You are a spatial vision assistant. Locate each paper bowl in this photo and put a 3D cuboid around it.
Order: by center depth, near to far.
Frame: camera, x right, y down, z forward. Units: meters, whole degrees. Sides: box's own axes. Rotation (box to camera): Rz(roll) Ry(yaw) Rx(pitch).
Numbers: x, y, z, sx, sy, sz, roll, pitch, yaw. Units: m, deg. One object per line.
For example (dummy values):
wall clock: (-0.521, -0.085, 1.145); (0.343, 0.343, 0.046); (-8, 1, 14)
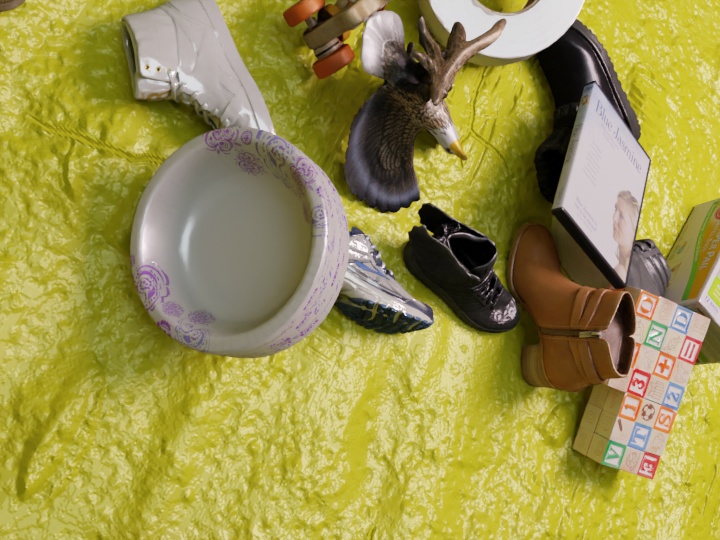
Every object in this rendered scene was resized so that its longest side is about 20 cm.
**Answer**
paper bowl: (-0.105, -0.021, 0.816); (0.196, 0.104, 0.205); (-3, 79, 17)

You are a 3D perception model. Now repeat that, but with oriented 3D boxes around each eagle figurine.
eagle figurine: (0.058, -0.164, 0.920); (0.149, 0.200, 0.154); (-5, 76, -18)

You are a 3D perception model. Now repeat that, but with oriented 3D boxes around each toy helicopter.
toy helicopter: (0.023, -0.288, 0.917); (0.080, 0.198, 0.133); (57, 39, -17)

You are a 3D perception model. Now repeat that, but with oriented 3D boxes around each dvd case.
dvd case: (0.283, -0.100, 1.017); (0.142, 0.017, 0.203); (42, 53, -29)

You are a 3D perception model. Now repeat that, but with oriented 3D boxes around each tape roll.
tape roll: (0.161, -0.345, 1.023); (0.198, 0.071, 0.207); (0, 96, -4)

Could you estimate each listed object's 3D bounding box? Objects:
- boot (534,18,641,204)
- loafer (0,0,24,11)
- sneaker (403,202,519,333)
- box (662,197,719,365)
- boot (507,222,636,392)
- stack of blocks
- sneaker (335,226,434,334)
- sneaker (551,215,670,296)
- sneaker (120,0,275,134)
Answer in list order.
boot: (0.253, -0.194, 1.084); (0.158, 0.079, 0.213); (-42, 101, -27)
loafer: (-0.350, -0.341, 0.796); (0.075, 0.067, 0.203); (-25, 93, -29)
sneaker: (0.120, 0.003, 0.963); (0.198, 0.104, 0.061); (35, 66, -18)
box: (0.471, 0.008, 1.150); (0.112, 0.101, 0.201); (44, 64, -14)
boot: (0.242, 0.033, 0.993); (0.072, 0.154, 0.205); (-1, 81, -27)
stack of blocks: (0.320, 0.130, 1.039); (0.113, 0.058, 0.204); (19, 91, -24)
sneaker: (0.000, 0.000, 0.919); (0.198, 0.077, 0.087); (27, 65, -22)
sneaker: (0.313, -0.021, 1.093); (0.201, 0.070, 0.099); (51, 61, -18)
sneaker: (-0.164, -0.169, 0.867); (0.114, 0.074, 0.203); (-25, 84, -27)
